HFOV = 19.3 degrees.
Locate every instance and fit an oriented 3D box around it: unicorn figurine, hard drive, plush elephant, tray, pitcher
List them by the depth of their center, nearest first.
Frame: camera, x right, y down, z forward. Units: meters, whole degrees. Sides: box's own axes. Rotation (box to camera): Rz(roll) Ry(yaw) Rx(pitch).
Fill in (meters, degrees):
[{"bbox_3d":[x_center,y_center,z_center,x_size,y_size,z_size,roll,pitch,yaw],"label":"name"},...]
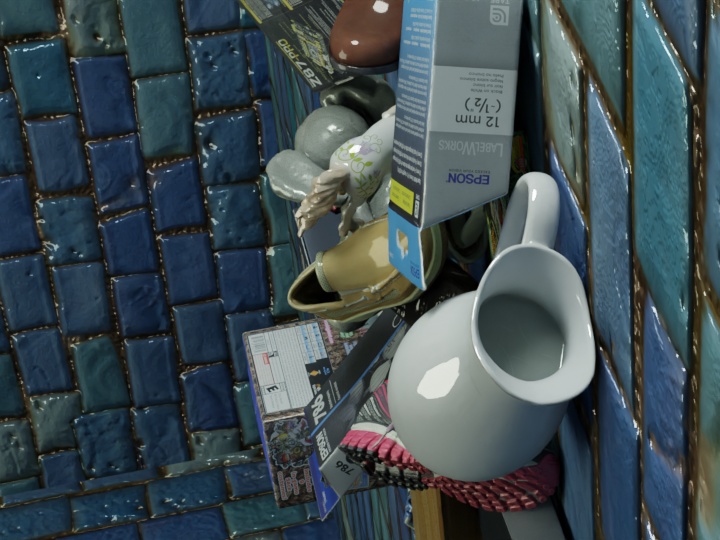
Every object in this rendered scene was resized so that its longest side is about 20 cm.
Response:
[{"bbox_3d":[0.091,0.043,1.417,0.200,0.120,0.173,120,160,-63],"label":"pitcher"},{"bbox_3d":[0.124,0.201,1.667,0.200,0.042,0.136,-108,10,-56],"label":"hard drive"},{"bbox_3d":[0.029,-0.109,1.678,0.200,0.074,0.138,-54,-13,-25],"label":"unicorn figurine"},{"bbox_3d":[0.085,0.175,1.773,0.037,0.099,0.201,18,131,33],"label":"tray"},{"bbox_3d":[-0.004,-0.074,1.835,0.155,0.165,0.200,38,146,10],"label":"plush elephant"}]

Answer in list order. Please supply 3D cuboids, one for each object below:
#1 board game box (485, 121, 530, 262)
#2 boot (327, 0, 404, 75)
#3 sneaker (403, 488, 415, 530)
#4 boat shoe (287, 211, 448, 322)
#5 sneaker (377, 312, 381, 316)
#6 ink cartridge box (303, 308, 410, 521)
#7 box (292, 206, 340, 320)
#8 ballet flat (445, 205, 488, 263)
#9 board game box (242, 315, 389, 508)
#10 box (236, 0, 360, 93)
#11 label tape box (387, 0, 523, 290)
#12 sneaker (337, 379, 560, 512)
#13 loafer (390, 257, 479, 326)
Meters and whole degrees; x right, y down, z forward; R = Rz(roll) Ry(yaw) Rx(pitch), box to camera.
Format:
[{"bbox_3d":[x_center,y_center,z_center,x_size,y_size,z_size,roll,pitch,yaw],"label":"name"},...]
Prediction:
[{"bbox_3d":[0.111,-0.011,1.523,0.105,0.023,0.201,-126,27,-73],"label":"board game box"},{"bbox_3d":[0.024,-0.260,1.515,0.188,0.068,0.201,-51,-31,-41],"label":"boot"},{"bbox_3d":[0.076,0.188,1.858,0.075,0.077,0.201,7,125,38],"label":"sneaker"},{"bbox_3d":[0.000,0.000,1.688,0.200,0.076,0.072,-43,54,57],"label":"boat shoe"},{"bbox_3d":[0.043,-0.016,1.975,0.201,0.073,0.080,-107,11,-50],"label":"sneaker"},{"bbox_3d":[0.006,0.109,1.802,0.200,0.039,0.100,-53,24,17],"label":"ink cartridge box"},{"bbox_3d":[0.007,0.054,2.234,0.197,0.117,0.201,-108,9,-58],"label":"box"},{"bbox_3d":[0.074,-0.080,1.639,0.201,0.069,0.070,80,177,-50],"label":"ballet flat"},{"bbox_3d":[0.003,0.118,1.955,0.160,0.199,0.097,-108,9,-60],"label":"board game box"},{"bbox_3d":[-0.045,-0.248,1.747,0.200,0.049,0.161,49,146,-17],"label":"box"},{"bbox_3d":[0.063,-0.095,1.453,0.143,0.066,0.202,-134,46,-80],"label":"label tape box"},{"bbox_3d":[0.069,0.127,1.611,0.199,0.075,0.081,11,155,43],"label":"sneaker"},{"bbox_3d":[0.087,0.035,1.684,0.200,0.071,0.073,53,133,50],"label":"loafer"}]
